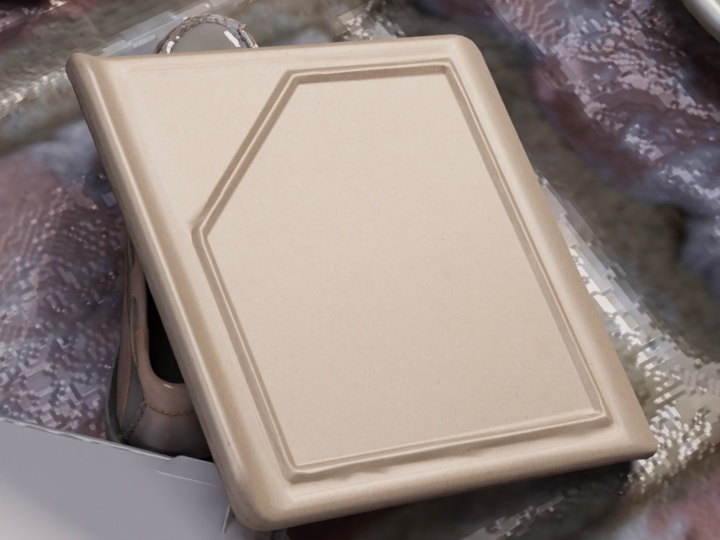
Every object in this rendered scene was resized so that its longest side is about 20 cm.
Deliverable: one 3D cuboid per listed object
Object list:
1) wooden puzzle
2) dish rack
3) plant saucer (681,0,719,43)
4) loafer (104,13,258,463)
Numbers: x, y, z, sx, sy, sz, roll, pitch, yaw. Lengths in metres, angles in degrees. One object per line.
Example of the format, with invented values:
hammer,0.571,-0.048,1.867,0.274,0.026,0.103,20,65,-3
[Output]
wooden puzzle,0.000,0.000,0.899,0.200,0.037,0.185,-4,63,-39
dish rack,-0.124,0.097,0.816,0.199,0.044,0.172,14,30,4
plant saucer,0.213,-0.136,1.038,0.199,0.050,0.201,3,58,-5
loafer,-0.058,-0.020,0.928,0.072,0.063,0.201,6,59,-4
